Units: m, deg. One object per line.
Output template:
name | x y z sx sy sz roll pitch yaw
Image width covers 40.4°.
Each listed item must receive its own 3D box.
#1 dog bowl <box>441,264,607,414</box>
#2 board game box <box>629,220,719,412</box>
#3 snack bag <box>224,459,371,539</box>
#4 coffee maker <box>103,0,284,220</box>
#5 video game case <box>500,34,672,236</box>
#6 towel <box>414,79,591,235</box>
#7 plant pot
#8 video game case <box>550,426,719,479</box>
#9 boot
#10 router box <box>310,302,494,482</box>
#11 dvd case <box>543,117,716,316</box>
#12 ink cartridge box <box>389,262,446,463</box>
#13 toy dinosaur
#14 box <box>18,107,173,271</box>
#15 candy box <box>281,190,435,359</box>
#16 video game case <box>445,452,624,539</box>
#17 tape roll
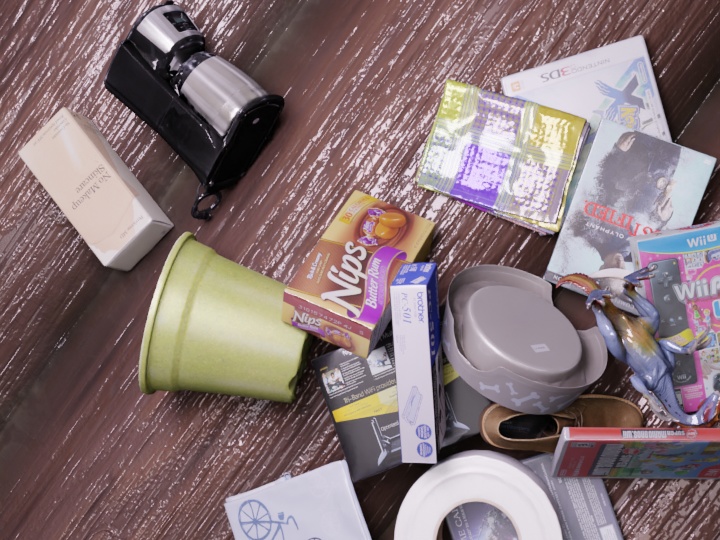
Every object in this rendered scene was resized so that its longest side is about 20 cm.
dog bowl | 0.181 0.080 1.118 0.198 0.200 0.059 30 126 12
board game box | 0.397 0.050 1.115 0.144 0.064 0.205 -11 93 10
snack bag | -0.065 0.345 1.212 0.197 0.021 0.192 -26 79 24
coffee maker | -0.227 -0.206 1.248 0.199 0.135 0.193 41 96 12
video game case | 0.281 -0.164 1.191 0.179 0.022 0.204 -15 83 11
towel | 0.173 -0.142 1.196 0.197 0.023 0.146 22 97 20
plant pot | -0.151 0.075 1.198 0.180 0.200 0.205 15 89 1
video game case | 0.317 0.205 1.088 0.195 0.144 0.018 -1 62 5
boot | 0.240 0.182 1.124 0.195 0.075 0.075 -1 84 -9
router box | 0.057 0.149 1.203 0.197 0.052 0.160 -22 81 10
dvd case | 0.317 -0.060 1.158 0.143 0.022 0.204 21 100 7
ink cartridge box | 0.066 0.102 1.099 0.043 0.094 0.205 -2 105 12
toy dinosaur | 0.326 0.089 1.079 0.104 0.200 0.184 -29 108 -2
box | -0.349 -0.106 1.296 0.095 0.078 0.201 -43 79 6
candy box | 0.000 0.000 1.164 0.115 0.201 0.057 23 136 12
video game case | 0.205 0.303 1.178 0.196 0.019 0.146 -21 82 11
tape roll | 0.139 0.317 1.148 0.198 0.071 0.208 -1 86 12
